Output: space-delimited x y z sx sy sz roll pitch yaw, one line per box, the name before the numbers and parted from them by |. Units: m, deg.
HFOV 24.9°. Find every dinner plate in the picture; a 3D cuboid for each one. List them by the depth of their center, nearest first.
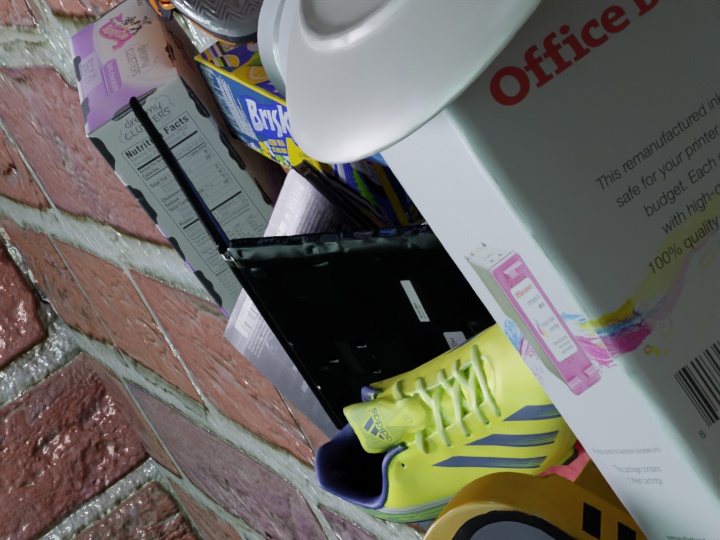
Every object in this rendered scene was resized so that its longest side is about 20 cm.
dinner plate | 0.026 -0.129 0.539 0.024 0.201 0.200 29 174 -24

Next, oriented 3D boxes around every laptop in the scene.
laptop | 0.000 0.000 0.800 0.199 0.104 0.177 -4 144 21

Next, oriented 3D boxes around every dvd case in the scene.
dvd case | 0.014 0.053 0.905 0.200 0.016 0.149 43 136 17

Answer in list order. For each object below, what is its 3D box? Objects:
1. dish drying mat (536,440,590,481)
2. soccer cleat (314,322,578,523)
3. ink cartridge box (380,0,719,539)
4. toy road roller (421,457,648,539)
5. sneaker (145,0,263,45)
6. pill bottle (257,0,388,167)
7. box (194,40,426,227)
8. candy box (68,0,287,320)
dish drying mat | 0.110 0.070 0.705 0.077 0.018 0.200 43 127 31
soccer cleat | 0.040 0.063 0.712 0.200 0.083 0.065 130 144 -55
ink cartridge box | 0.119 -0.018 0.566 0.200 0.144 0.085 56 164 -3
toy road roller | 0.112 0.151 0.629 0.200 0.146 0.123 29 130 14
sneaker | -0.094 -0.184 0.985 0.200 0.077 0.112 57 172 34
pill bottle | 0.031 -0.097 0.715 0.200 0.112 0.112 24 145 62
box | -0.013 -0.092 0.921 0.200 0.070 0.064 33 155 52
candy box | -0.105 -0.069 1.084 0.200 0.071 0.168 55 -174 -30
